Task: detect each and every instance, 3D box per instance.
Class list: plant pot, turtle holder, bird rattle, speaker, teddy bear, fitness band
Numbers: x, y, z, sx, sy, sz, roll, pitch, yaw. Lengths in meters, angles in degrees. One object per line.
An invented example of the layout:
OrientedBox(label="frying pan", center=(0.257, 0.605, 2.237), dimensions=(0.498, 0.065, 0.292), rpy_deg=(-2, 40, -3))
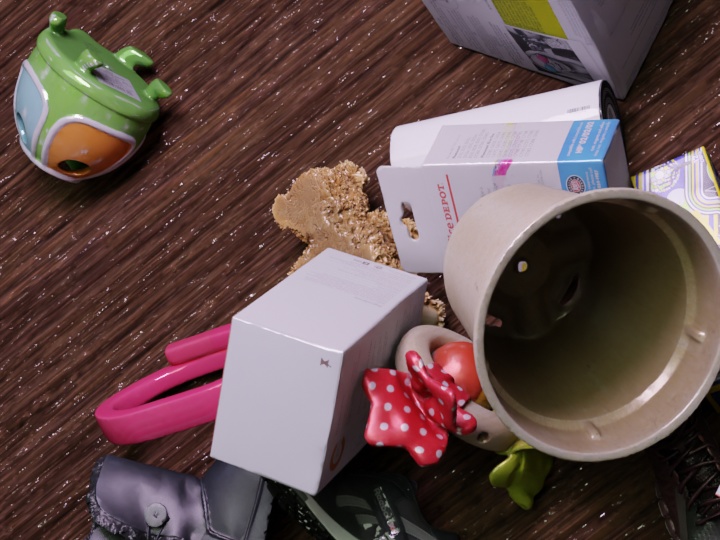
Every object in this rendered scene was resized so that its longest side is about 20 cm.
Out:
OrientedBox(label="plant pot", center=(0.151, 0.016, 1.301), dimensions=(0.201, 0.200, 0.183), rpy_deg=(-47, 22, 1))
OrientedBox(label="turtle holder", center=(-0.288, -0.174, 1.705), dimensions=(0.185, 0.141, 0.132), rpy_deg=(41, 106, 24))
OrientedBox(label="bird rattle", center=(0.080, 0.107, 1.390), dimensions=(0.113, 0.198, 0.164), rpy_deg=(-63, 26, 24))
OrientedBox(label="speaker", center=(0.127, -0.107, 1.510), dimensions=(0.198, 0.081, 0.082), rpy_deg=(-11, 64, 22))
OrientedBox(label="teddy bear", center=(0.000, 0.000, 1.544), dimensions=(0.200, 0.067, 0.146), rpy_deg=(42, 102, 28))
OrientedBox(label="fitness band", center=(-0.145, 0.099, 1.528), dimensions=(0.198, 0.038, 0.144), rpy_deg=(-20, 19, 23))

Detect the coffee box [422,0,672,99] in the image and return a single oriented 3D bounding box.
OrientedBox(label="coffee box", center=(0.165, -0.306, 1.506), dimensions=(0.196, 0.200, 0.201), rpy_deg=(22, 79, 31))

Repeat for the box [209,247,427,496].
OrientedBox(label="box", center=(-0.030, 0.077, 1.401), dimensions=(0.096, 0.200, 0.126), rpy_deg=(17, 111, 16))

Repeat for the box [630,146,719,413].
OrientedBox(label="box", center=(0.285, 0.007, 1.397), dimensions=(0.069, 0.064, 0.202), rpy_deg=(-22, 62, 16))

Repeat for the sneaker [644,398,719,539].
OrientedBox(label="sneaker", center=(0.246, 0.148, 1.325), dimensions=(0.075, 0.115, 0.201), rpy_deg=(-32, 59, 10))

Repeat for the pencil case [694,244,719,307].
OrientedBox(label="pencil case", center=(0.341, -0.006, 1.316), dimensions=(0.198, 0.088, 0.088), rpy_deg=(-20, 57, -18))

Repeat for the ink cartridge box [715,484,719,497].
OrientedBox(label="ink cartridge box", center=(0.354, 0.104, 1.242), dimensions=(0.201, 0.050, 0.109), rpy_deg=(-59, 33, -1))

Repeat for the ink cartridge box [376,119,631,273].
OrientedBox(label="ink cartridge box", center=(0.124, -0.060, 1.445), dimensions=(0.198, 0.116, 0.068), rpy_deg=(0, 36, 23))

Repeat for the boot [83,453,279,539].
OrientedBox(label="boot", center=(-0.150, 0.181, 1.496), dimensions=(0.166, 0.076, 0.203), rpy_deg=(13, 80, 6))

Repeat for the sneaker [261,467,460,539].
OrientedBox(label="sneaker", center=(-0.001, 0.193, 1.430), dimensions=(0.200, 0.076, 0.088), rpy_deg=(44, 72, 3))
